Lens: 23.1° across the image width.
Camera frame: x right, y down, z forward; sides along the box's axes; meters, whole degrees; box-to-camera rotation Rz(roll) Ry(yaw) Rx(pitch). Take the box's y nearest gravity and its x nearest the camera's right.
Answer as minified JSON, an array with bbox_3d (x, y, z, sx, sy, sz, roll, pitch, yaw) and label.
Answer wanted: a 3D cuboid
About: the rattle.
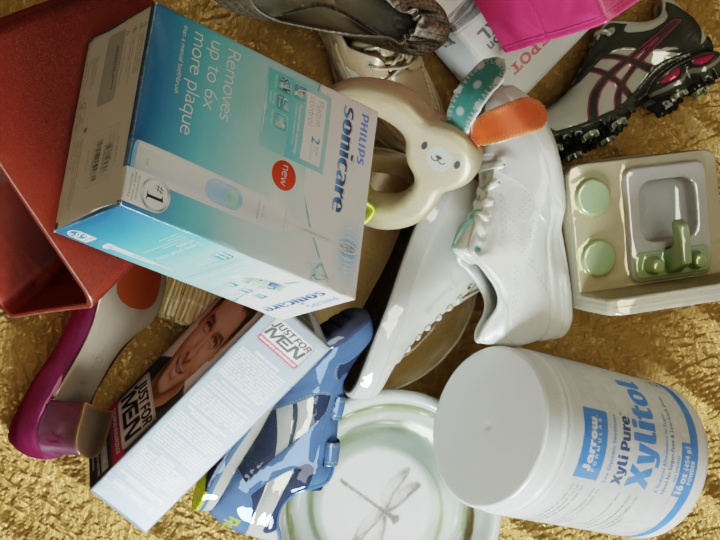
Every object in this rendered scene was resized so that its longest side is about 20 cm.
[{"bbox_3d":[0.023,-0.077,1.301,0.143,0.199,0.131,-26,108,-55],"label":"rattle"}]

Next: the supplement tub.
[{"bbox_3d":[0.171,0.140,1.410,0.199,0.132,0.133,15,90,-40],"label":"supplement tub"}]

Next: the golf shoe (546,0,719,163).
[{"bbox_3d":[0.203,-0.154,1.469,0.199,0.077,0.088,-27,81,-16],"label":"golf shoe"}]

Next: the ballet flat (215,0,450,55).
[{"bbox_3d":[-0.027,-0.206,1.336,0.199,0.046,0.068,17,108,-6],"label":"ballet flat"}]

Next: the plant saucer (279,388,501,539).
[{"bbox_3d":[0.016,0.194,1.438,0.199,0.050,0.202,-1,94,-18],"label":"plant saucer"}]

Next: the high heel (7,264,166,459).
[{"bbox_3d":[-0.216,0.047,1.357,0.067,0.096,0.201,37,64,-43],"label":"high heel"}]

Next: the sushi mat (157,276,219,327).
[{"bbox_3d":[-0.113,-0.052,1.385,0.095,0.012,0.201,20,88,4],"label":"sushi mat"}]

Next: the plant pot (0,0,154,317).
[{"bbox_3d":[-0.215,-0.102,1.280,0.176,0.199,0.201,-39,105,-25],"label":"plant pot"}]

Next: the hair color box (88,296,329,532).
[{"bbox_3d":[-0.118,0.092,1.333,0.200,0.099,0.061,-45,112,8],"label":"hair color box"}]

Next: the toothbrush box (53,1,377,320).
[{"bbox_3d":[-0.093,-0.069,1.202,0.199,0.085,0.147,24,64,-36],"label":"toothbrush box"}]

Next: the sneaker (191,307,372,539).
[{"bbox_3d":[-0.045,0.119,1.357,0.082,0.074,0.200,36,90,-7],"label":"sneaker"}]

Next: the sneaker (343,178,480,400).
[{"bbox_3d":[0.057,0.020,1.398,0.084,0.073,0.201,27,85,-15],"label":"sneaker"}]

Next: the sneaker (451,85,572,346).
[{"bbox_3d":[0.108,-0.040,1.360,0.088,0.075,0.202,-10,93,-18],"label":"sneaker"}]

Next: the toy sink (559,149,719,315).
[{"bbox_3d":[0.210,-0.036,1.403,0.129,0.200,0.113,-8,97,-15],"label":"toy sink"}]

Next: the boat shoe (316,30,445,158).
[{"bbox_3d":[0.010,-0.174,1.401,0.071,0.064,0.201,-37,104,-11],"label":"boat shoe"}]

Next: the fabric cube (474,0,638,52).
[{"bbox_3d":[0.159,-0.301,1.284,0.196,0.200,0.200,-36,100,-14],"label":"fabric cube"}]

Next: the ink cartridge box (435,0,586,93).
[{"bbox_3d":[0.098,-0.251,1.412,0.145,0.083,0.200,-46,104,-10],"label":"ink cartridge box"}]

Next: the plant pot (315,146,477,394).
[{"bbox_3d":[0.000,0.000,1.431,0.199,0.027,0.202,-1,94,-16],"label":"plant pot"}]
